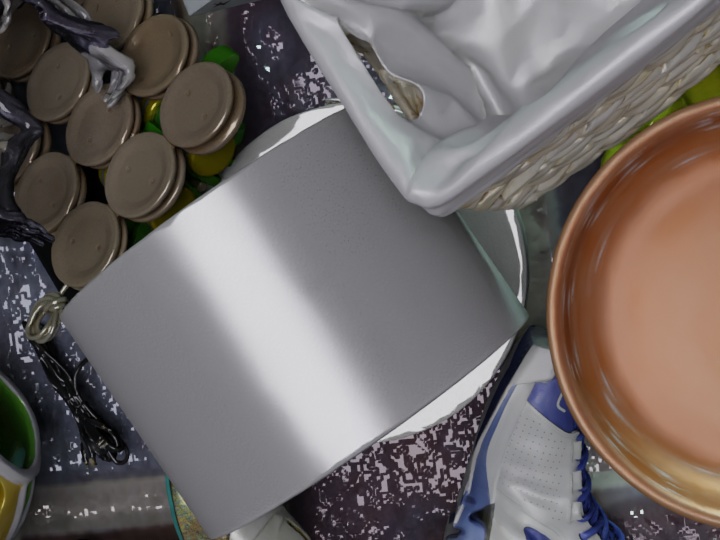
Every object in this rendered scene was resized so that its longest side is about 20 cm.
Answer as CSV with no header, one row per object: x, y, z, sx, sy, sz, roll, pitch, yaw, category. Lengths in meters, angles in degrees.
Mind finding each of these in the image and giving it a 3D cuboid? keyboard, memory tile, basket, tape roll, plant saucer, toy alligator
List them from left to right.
-0.158,-0.094,0.843,0.153,0.017,0.200,-51,53,9,memory tile
-0.147,0.040,0.887,0.127,0.021,0.200,-37,79,21,keyboard
-0.119,-0.037,0.842,0.059,0.054,0.200,38,97,37,toy alligator
-0.033,0.025,0.754,0.202,0.203,0.139,-35,88,10,tape roll
0.000,0.000,0.867,0.202,0.037,0.203,1,95,10,tape roll
0.088,-0.129,0.653,0.200,0.123,0.136,-37,74,19,basket
0.185,0.019,0.676,0.200,0.037,0.201,0,89,4,plant saucer

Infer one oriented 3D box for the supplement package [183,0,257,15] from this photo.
-0.022,-0.268,0.749,0.191,0.147,0.200,-19,93,50,supplement package

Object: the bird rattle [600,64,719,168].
0.148,-0.114,0.772,0.112,0.163,0.200,-25,69,4,bird rattle

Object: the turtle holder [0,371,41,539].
-0.260,0.126,0.845,0.132,0.186,0.141,-30,107,10,turtle holder

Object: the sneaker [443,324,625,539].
0.114,0.137,0.848,0.115,0.081,0.200,18,104,3,sneaker

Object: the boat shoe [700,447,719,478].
0.161,0.043,0.772,0.093,0.200,0.075,-35,129,-10,boat shoe

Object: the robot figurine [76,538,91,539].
-0.177,0.252,0.871,0.200,0.125,0.150,-33,89,12,robot figurine

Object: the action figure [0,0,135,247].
-0.195,-0.107,0.800,0.119,0.102,0.201,-11,64,34,action figure

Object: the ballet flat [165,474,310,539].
-0.053,0.180,0.852,0.070,0.071,0.200,-10,115,9,ballet flat
